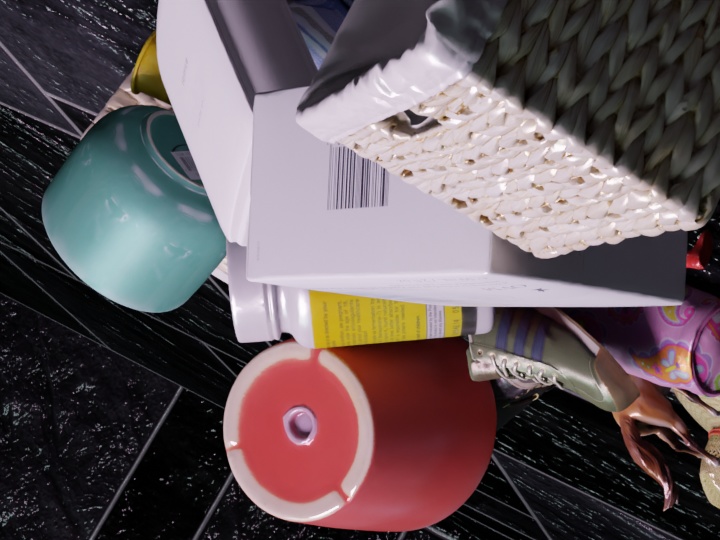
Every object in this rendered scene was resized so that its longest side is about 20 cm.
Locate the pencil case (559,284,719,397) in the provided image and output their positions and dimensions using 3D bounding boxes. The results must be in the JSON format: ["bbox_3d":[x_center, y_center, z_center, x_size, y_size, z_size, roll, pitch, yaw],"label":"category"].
[{"bbox_3d":[0.223,0.042,1.323,0.199,0.088,0.087,16,160,46],"label":"pencil case"}]

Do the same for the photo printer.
[{"bbox_3d":[-0.092,-0.143,1.147,0.167,0.069,0.201,112,139,-58],"label":"photo printer"}]

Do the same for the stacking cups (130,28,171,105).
[{"bbox_3d":[-0.092,-0.131,1.319,0.199,0.061,0.061,27,166,4],"label":"stacking cups"}]

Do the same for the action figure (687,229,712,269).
[{"bbox_3d":[0.178,-0.030,1.232,0.199,0.100,0.065,-17,133,41],"label":"action figure"}]

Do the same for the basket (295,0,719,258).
[{"bbox_3d":[0.097,-0.126,0.758,0.160,0.201,0.198,32,167,-14],"label":"basket"}]

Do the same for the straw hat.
[{"bbox_3d":[0.370,0.190,1.517,0.200,0.086,0.201,29,167,8],"label":"straw hat"}]

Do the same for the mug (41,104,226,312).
[{"bbox_3d":[-0.168,-0.070,1.313,0.151,0.186,0.114,29,123,-23],"label":"mug"}]

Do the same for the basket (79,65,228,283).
[{"bbox_3d":[-0.153,-0.096,1.503,0.199,0.136,0.124,30,164,19],"label":"basket"}]

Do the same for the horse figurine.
[{"bbox_3d":[0.259,0.109,1.358,0.132,0.201,0.050,29,129,-2],"label":"horse figurine"}]

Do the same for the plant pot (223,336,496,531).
[{"bbox_3d":[-0.010,0.128,1.324,0.199,0.202,0.177,23,-171,27],"label":"plant pot"}]

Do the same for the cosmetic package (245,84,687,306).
[{"bbox_3d":[0.068,-0.043,0.985,0.198,0.124,0.199,-2,175,44],"label":"cosmetic package"}]

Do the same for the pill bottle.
[{"bbox_3d":[0.000,0.000,1.224,0.198,0.116,0.114,-5,164,-1],"label":"pill bottle"}]

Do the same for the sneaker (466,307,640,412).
[{"bbox_3d":[0.130,0.066,1.292,0.200,0.090,0.067,45,173,34],"label":"sneaker"}]

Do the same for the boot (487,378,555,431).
[{"bbox_3d":[0.132,0.105,1.461,0.073,0.151,0.200,48,-154,9],"label":"boot"}]

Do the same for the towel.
[{"bbox_3d":[-0.037,-0.175,1.233,0.147,0.024,0.199,40,164,-35],"label":"towel"}]
